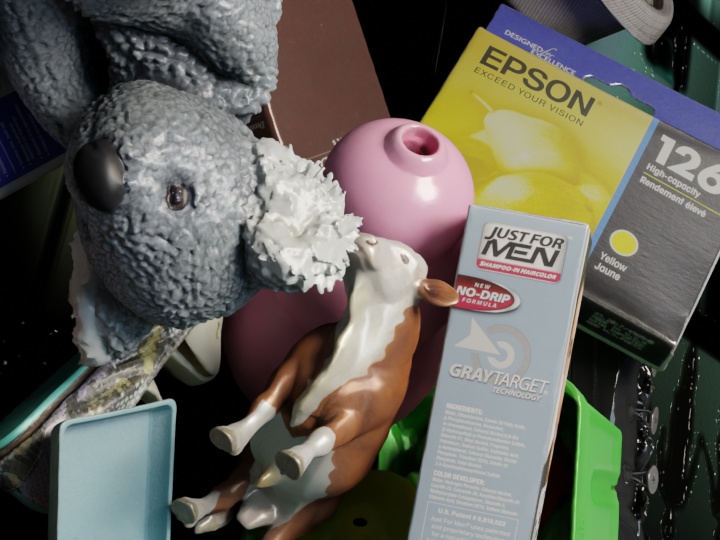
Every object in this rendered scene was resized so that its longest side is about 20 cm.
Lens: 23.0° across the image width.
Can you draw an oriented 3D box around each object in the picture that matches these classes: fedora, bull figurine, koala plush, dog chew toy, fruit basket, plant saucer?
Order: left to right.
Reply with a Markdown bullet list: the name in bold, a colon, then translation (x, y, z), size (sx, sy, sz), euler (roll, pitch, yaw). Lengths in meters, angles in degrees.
- **plant saucer**: translation (-0.122, 0.161, 0.841), size (0.070, 0.019, 0.201), euler (-8, 105, -47)
- **koala plush**: translation (-0.091, -0.065, 0.813), size (0.184, 0.177, 0.201), euler (4, 65, -67)
- **bull figurine**: translation (-0.024, 0.072, 0.848), size (0.065, 0.200, 0.121), euler (37, 47, 16)
- **dog chew toy**: translation (0.000, 0.000, 0.926), size (0.124, 0.200, 0.125), euler (11, 48, -12)
- **fruit basket**: translation (0.045, 0.157, 0.975), size (0.215, 0.155, 0.216), euler (4, 85, -52)
- **fedora**: translation (0.131, -0.228, 1.196), size (0.177, 0.090, 0.200), euler (2, 63, -62)

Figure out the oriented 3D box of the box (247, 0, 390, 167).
- **box**: translation (-0.059, -0.138, 0.999), size (0.100, 0.075, 0.201), euler (-24, 99, -47)

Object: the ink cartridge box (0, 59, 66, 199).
- **ink cartridge box**: translation (-0.187, -0.087, 0.873), size (0.200, 0.039, 0.100), euler (-36, 106, -47)

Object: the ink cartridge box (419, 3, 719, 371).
- **ink cartridge box**: translation (0.136, -0.066, 1.080), size (0.197, 0.047, 0.200), euler (27, 60, 5)

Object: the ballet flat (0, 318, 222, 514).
- **ballet flat**: translation (-0.111, 0.047, 0.893), size (0.072, 0.072, 0.200), euler (53, 53, -22)

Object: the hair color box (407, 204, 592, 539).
- **hair color box**: translation (0.067, 0.073, 0.871), size (0.099, 0.060, 0.201), euler (18, 82, -82)

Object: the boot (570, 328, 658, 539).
- **boot**: translation (0.162, 0.123, 1.121), size (0.165, 0.065, 0.201), euler (52, 37, -71)
